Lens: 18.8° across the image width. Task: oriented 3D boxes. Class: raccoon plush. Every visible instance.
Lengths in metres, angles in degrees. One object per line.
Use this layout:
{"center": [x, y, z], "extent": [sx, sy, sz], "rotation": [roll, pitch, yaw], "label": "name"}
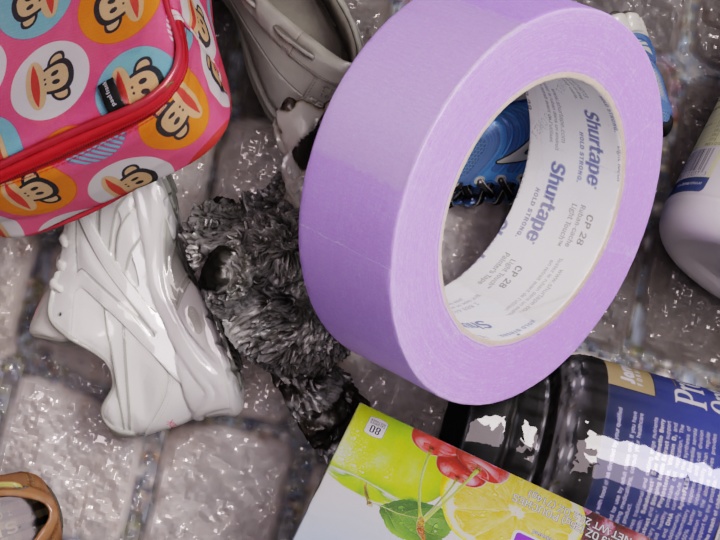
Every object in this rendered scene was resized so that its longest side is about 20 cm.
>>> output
{"center": [0.000, 0.000, 1.133], "extent": [0.133, 0.097, 0.200], "rotation": [-29, 124, 10], "label": "raccoon plush"}

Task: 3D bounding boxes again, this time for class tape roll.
{"center": [0.062, -0.039, 1.063], "extent": [0.065, 0.200, 0.201], "rotation": [26, 76, 38], "label": "tape roll"}

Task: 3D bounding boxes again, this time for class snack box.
{"center": [0.033, 0.183, 1.033], "extent": [0.167, 0.068, 0.201], "rotation": [24, 49, 4], "label": "snack box"}

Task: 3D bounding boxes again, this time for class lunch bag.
{"center": [-0.163, -0.121, 1.114], "extent": [0.175, 0.082, 0.201], "rotation": [-23, 56, 15], "label": "lunch bag"}

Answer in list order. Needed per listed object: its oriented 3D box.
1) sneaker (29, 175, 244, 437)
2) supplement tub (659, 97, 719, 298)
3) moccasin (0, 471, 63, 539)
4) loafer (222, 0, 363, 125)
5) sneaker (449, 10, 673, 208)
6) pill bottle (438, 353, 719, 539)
{"center": [-0.136, -0.004, 1.145], "extent": [0.099, 0.078, 0.201], "rotation": [-21, 81, 0], "label": "sneaker"}
{"center": [0.264, -0.073, 1.172], "extent": [0.144, 0.145, 0.201], "rotation": [30, 79, -3], "label": "supplement tub"}
{"center": [-0.248, 0.156, 1.104], "extent": [0.200, 0.078, 0.074], "rotation": [-13, 84, -9], "label": "moccasin"}
{"center": [-0.049, -0.167, 1.160], "extent": [0.070, 0.070, 0.201], "rotation": [-13, 65, -36], "label": "loafer"}
{"center": [0.086, -0.063, 1.180], "extent": [0.199, 0.079, 0.090], "rotation": [-28, 84, -11], "label": "sneaker"}
{"center": [0.143, 0.109, 1.146], "extent": [0.198, 0.112, 0.113], "rotation": [16, 80, -6], "label": "pill bottle"}
